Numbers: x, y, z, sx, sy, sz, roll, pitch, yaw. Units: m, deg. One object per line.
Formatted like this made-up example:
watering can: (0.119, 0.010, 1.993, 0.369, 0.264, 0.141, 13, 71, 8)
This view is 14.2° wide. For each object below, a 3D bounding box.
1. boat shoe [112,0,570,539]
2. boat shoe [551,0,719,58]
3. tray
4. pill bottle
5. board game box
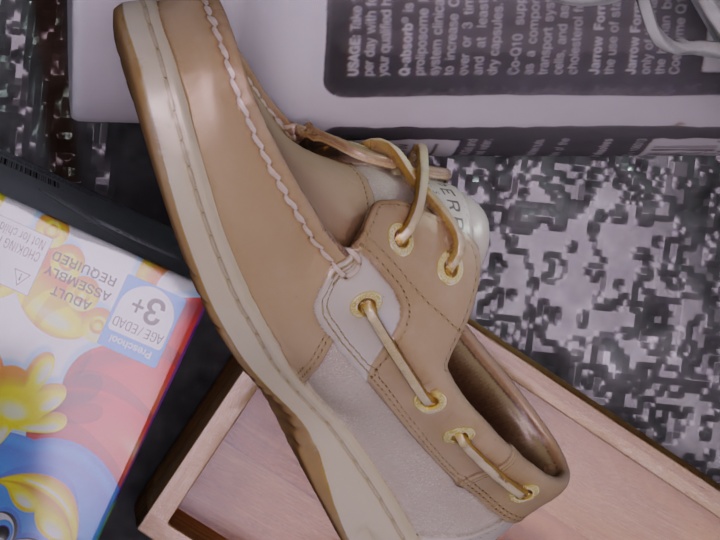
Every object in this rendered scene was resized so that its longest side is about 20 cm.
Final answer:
boat shoe: (0.000, 0.000, 0.720, 0.069, 0.074, 0.200, -23, 135, 5)
boat shoe: (0.075, -0.091, 0.635, 0.086, 0.074, 0.203, -38, 111, -41)
tray: (0.045, 0.082, 0.824, 0.200, 0.037, 0.099, 34, 94, -9)
pill bottle: (0.023, -0.087, 0.754, 0.199, 0.116, 0.117, 0, 99, -7)
board game box: (-0.128, 0.068, 0.767, 0.104, 0.103, 0.201, 24, 95, -9)
